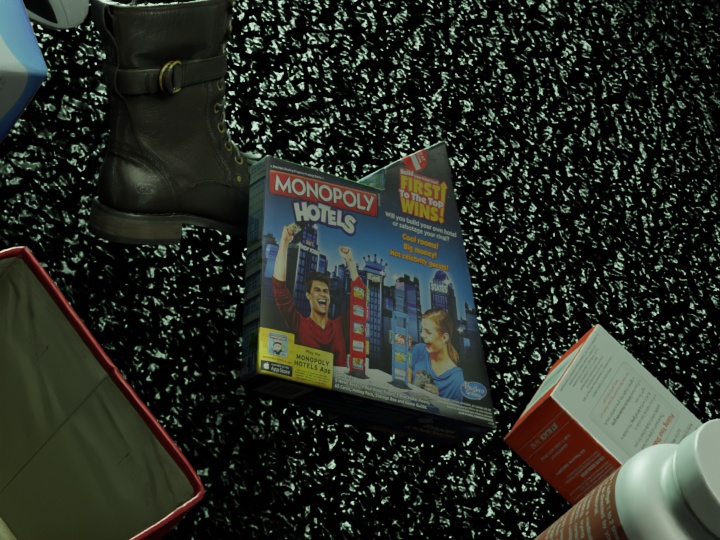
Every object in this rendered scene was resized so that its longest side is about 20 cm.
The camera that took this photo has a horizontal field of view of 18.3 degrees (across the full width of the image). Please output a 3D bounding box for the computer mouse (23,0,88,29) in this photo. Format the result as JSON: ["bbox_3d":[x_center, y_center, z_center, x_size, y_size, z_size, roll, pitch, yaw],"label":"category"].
[{"bbox_3d":[-0.268,-0.245,1.562,0.199,0.044,0.110,32,39,-15],"label":"computer mouse"}]

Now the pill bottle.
[{"bbox_3d":[0.189,0.186,1.457,0.111,0.200,0.113,23,43,-23],"label":"pill bottle"}]

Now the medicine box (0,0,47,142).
[{"bbox_3d":[-0.324,-0.170,1.398,0.199,0.103,0.183,0,56,-41],"label":"medicine box"}]

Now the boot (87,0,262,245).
[{"bbox_3d":[-0.100,-0.111,1.486,0.069,0.176,0.199,24,24,40],"label":"boot"}]

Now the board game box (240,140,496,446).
[{"bbox_3d":[0.000,0.000,1.517,0.199,0.061,0.202,16,65,-34],"label":"board game box"}]

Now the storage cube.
[{"bbox_3d":[-0.223,0.126,1.160,0.171,0.180,0.199,51,38,9],"label":"storage cube"}]

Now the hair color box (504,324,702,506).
[{"bbox_3d":[0.210,0.148,1.622,0.200,0.064,0.111,43,37,0],"label":"hair color box"}]
